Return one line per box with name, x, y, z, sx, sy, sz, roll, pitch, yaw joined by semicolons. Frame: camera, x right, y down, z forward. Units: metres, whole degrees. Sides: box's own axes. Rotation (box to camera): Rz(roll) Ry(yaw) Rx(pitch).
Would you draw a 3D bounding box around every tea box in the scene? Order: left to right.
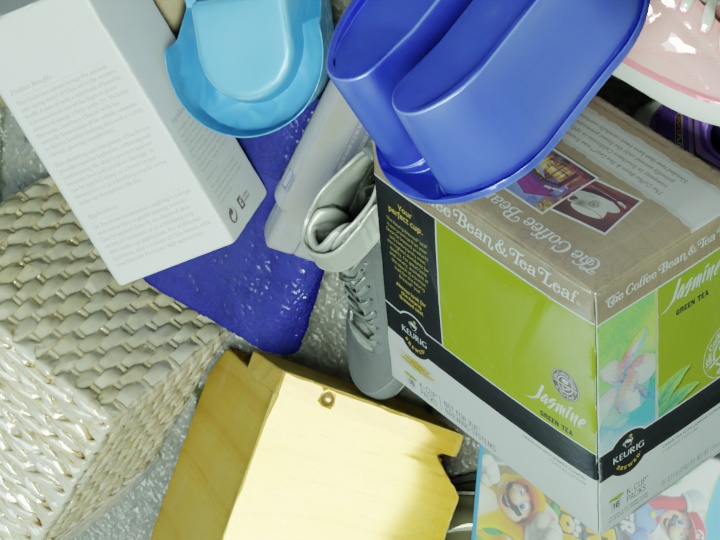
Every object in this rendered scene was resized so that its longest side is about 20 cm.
tea box;0.122;0.011;1.618;0.200;0.133;0.198;37;146;38

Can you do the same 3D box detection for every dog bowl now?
dog bowl;-0.073;-0.187;1.711;0.111;0.050;0.201;-7;94;23

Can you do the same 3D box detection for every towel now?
towel;-0.073;-0.056;1.818;0.147;0.049;0.201;30;121;19

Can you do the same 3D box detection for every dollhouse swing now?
dollhouse swing;-0.042;0.168;1.836;0.181;0.176;0.201;19;93;-3

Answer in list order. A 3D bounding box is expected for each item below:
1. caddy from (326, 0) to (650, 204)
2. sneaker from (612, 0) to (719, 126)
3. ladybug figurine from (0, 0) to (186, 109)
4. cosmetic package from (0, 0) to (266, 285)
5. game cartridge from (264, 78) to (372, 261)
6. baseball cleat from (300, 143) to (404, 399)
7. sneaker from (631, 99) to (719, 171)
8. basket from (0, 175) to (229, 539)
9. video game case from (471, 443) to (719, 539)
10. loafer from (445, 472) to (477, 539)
caddy;0.077;-0.132;1.542;0.141;0.200;0.105;31;169;48
sneaker;0.197;-0.160;1.600;0.199;0.075;0.105;27;127;22
ladybug figurine;-0.183;-0.181;1.806;0.200;0.072;0.136;-30;96;35
cosmetic package;-0.159;-0.101;1.747;0.101;0.071;0.201;-19;112;29
game cartridge;0.029;-0.081;1.720;0.129;0.038;0.201;20;124;-13
baseball cleat;0.000;0.000;1.703;0.070;0.106;0.201;37;129;40
sneaker;0.239;-0.022;1.642;0.083;0.081;0.201;-28;101;20
basket;-0.233;0.069;1.868;0.198;0.200;0.161;39;122;8
video game case;0.157;0.165;1.719;0.199;0.018;0.144;17;110;37
loafer;0.046;0.187;1.841;0.199;0.070;0.076;-7;108;31
